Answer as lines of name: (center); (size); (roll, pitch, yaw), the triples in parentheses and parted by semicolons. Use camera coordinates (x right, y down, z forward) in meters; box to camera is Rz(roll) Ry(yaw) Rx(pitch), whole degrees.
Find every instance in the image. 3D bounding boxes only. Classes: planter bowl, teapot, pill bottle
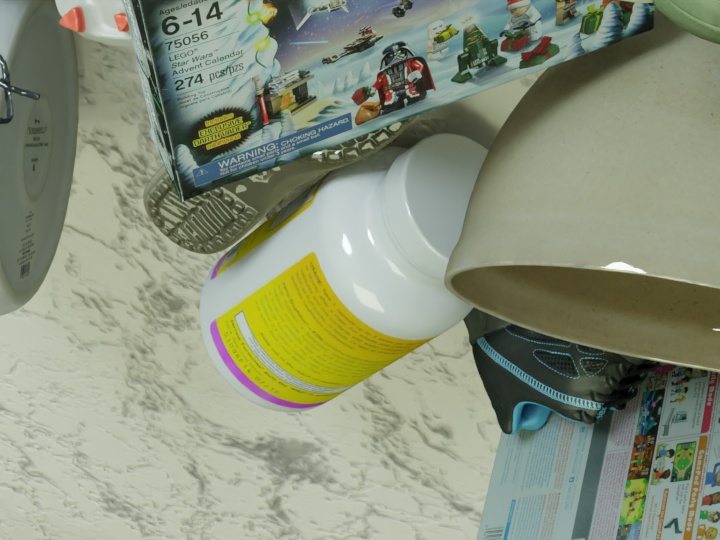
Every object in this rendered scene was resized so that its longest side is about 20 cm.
planter bowl: (0.144, -0.040, 0.845); (0.198, 0.136, 0.200); (11, 170, 2)
teapot: (-0.235, -0.072, 1.036); (0.144, 0.199, 0.201); (6, 144, 6)
pill bottle: (0.000, 0.000, 1.065); (0.104, 0.105, 0.200); (36, 145, -16)

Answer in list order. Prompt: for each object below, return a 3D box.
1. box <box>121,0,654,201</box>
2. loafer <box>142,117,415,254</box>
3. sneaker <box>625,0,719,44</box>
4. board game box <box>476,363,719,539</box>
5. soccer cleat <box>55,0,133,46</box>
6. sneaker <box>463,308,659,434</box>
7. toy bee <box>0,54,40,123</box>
box: (0.013, -0.113, 0.709); (0.198, 0.040, 0.137); (-21, 143, -10)
loafer: (-0.035, -0.084, 1.013); (0.199, 0.069, 0.076); (-32, 116, 33)
sneaker: (0.161, -0.160, 0.675); (0.089, 0.201, 0.067); (26, 167, 6)
board game box: (0.164, 0.105, 1.059); (0.199, 0.149, 0.064); (-14, 140, 43)
soccer cleat: (-0.048, -0.120, 0.927); (0.198, 0.077, 0.070); (16, 106, 19)
sneaker: (0.136, 0.035, 1.034); (0.073, 0.083, 0.199); (-6, 173, -37)
toy bee: (-0.180, -0.177, 0.933); (0.200, 0.131, 0.109); (46, 108, 12)
